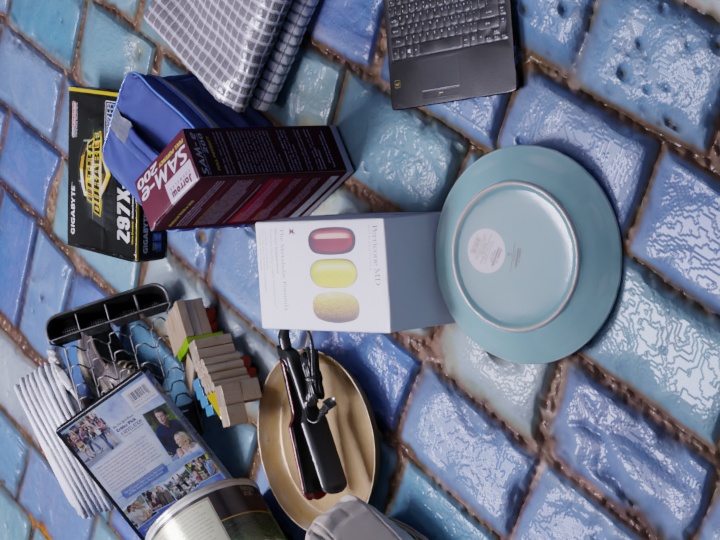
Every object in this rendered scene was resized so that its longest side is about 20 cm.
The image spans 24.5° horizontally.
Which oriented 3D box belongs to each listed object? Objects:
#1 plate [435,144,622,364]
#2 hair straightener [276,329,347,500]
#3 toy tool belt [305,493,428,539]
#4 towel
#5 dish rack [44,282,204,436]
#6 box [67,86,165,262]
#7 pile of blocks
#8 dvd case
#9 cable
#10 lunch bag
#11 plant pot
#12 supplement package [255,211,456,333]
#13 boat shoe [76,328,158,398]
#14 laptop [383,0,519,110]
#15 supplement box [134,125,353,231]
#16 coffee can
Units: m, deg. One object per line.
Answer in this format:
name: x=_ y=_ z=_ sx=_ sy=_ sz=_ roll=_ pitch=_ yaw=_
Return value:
plate: x=0.145 y=-0.013 z=1.512 sx=0.199 sy=0.025 sz=0.202 roll=4 pitch=98 yaw=36
hair straightener: x=-0.045 y=0.136 z=1.740 sx=0.077 sy=0.041 sz=0.202 roll=-21 pitch=74 yaw=48
toy tool belt: x=0.029 y=0.327 z=1.668 sx=0.200 sy=0.124 sz=0.124 roll=37 pitch=145 yaw=31
towel: x=-0.143 y=-0.290 z=1.799 sx=0.200 sy=0.085 sz=0.167 roll=47 pitch=127 yaw=35
dish rack: x=-0.274 y=0.132 z=1.963 sx=0.055 sy=0.152 sz=0.202 roll=85 pitch=167 yaw=-76
box: x=-0.300 y=-0.120 z=2.032 sx=0.159 sy=0.049 sz=0.202 roll=13 pitch=104 yaw=46
pile of blocks: x=-0.160 y=0.111 z=1.891 sx=0.200 sy=0.062 sz=0.083 roll=57 pitch=146 yaw=41
dvd case: x=-0.241 y=0.225 z=1.918 sx=0.142 sy=0.018 sz=0.201 roll=-34 pitch=99 yaw=21
cable: x=-0.360 y=0.212 z=2.060 sx=0.201 sy=0.069 sz=0.200 roll=62 pitch=169 yaw=14
lunch bag: x=-0.193 y=-0.128 z=1.842 sx=0.200 sy=0.131 sz=0.137 roll=41 pitch=124 yaw=39
plant pot: x=-0.041 y=0.183 z=1.783 sx=0.199 sy=0.027 sz=0.202 roll=9 pitch=101 yaw=49
supplement package: x=0.000 y=0.000 z=1.649 sx=0.199 sy=0.109 sz=0.115 roll=-1 pitch=94 yaw=49
boat shoe: x=-0.279 y=0.144 z=2.033 sx=0.073 sy=0.074 sz=0.201 roll=-38 pitch=73 yaw=32
laptop: x=0.048 y=-0.259 z=1.566 sx=0.176 sy=0.103 sz=0.202 roll=-2 pitch=93 yaw=50
supplement box: x=-0.119 y=-0.096 z=1.706 sx=0.109 sy=0.199 sz=0.061 roll=-40 pitch=65 yaw=43
coffee can: x=-0.131 y=0.351 z=1.817 sx=0.201 sy=0.145 sz=0.147 roll=57 pitch=132 yaw=28
